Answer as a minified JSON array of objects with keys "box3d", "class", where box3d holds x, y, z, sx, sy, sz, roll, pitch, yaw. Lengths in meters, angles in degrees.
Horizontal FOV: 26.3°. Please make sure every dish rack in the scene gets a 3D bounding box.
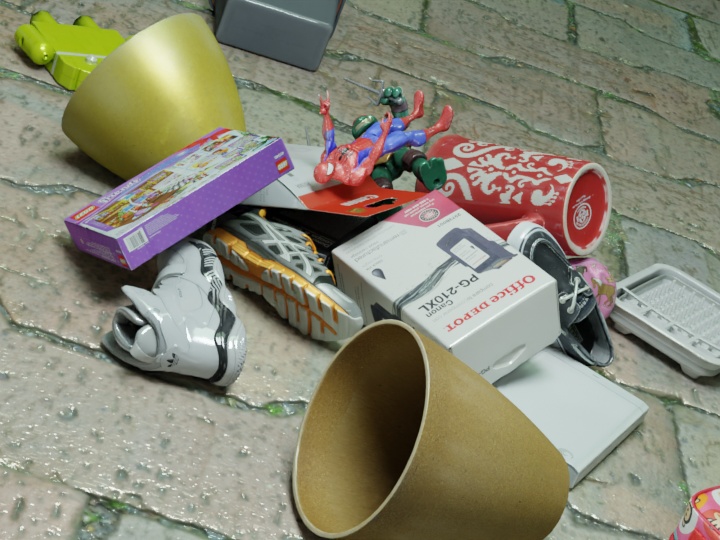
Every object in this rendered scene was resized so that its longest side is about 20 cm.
[{"box3d":[0.391,0.065,1.862,0.171,0.044,0.200,33,28,23],"class":"dish rack"}]

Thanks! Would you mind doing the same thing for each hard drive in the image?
[{"box3d":[0.203,0.145,1.584,0.132,0.027,0.200,32,28,20],"class":"hard drive"}]

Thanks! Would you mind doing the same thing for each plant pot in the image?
[{"box3d":[-0.206,-0.162,1.699,0.142,0.200,0.200,50,32,9],"class":"plant pot"},{"box3d":[0.076,0.162,1.311,0.199,0.187,0.187,23,23,-29],"class":"plant pot"}]

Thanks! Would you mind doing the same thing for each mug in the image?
[{"box3d":[0.171,-0.065,1.788,0.199,0.178,0.134,10,-29,37],"class":"mug"}]

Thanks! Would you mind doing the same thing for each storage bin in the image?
[{"box3d":[-0.118,-0.381,2.226,0.199,0.146,0.135,16,37,-12],"class":"storage bin"}]

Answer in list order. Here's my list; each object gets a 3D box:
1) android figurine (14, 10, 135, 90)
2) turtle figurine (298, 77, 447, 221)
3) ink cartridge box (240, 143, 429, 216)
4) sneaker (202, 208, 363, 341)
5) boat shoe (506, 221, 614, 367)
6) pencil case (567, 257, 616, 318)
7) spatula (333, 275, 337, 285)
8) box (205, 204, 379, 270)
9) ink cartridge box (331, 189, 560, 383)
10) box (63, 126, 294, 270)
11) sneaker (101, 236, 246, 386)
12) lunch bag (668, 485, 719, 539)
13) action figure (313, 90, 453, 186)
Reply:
[{"box3d":[-0.340,-0.270,1.942,0.181,0.041,0.200,2,31,-35],"class":"android figurine"},{"box3d":[0.019,-0.143,1.800,0.100,0.150,0.200,23,21,-41],"class":"turtle figurine"},{"box3d":[-0.045,-0.100,1.663,0.199,0.057,0.162,2,13,28],"class":"ink cartridge box"},{"box3d":[-0.069,-0.002,1.572,0.200,0.078,0.077,35,57,24],"class":"sneaker"},{"box3d":[0.218,0.030,1.644,0.068,0.201,0.072,17,54,47],"class":"boat shoe"},{"box3d":[0.199,0.028,1.728,0.199,0.086,0.083,-1,62,-42],"class":"pencil case"},{"box3d":[0.000,0.000,1.705,0.056,0.021,0.200,18,24,35],"class":"spatula"},{"box3d":[-0.068,-0.056,1.730,0.142,0.036,0.200,24,22,14],"class":"box"},{"box3d":[0.088,0.023,1.586,0.144,0.085,0.200,-31,46,-22],"class":"ink cartridge box"},{"box3d":[-0.181,-0.075,1.531,0.200,0.039,0.137,-34,25,-23],"class":"box"},{"box3d":[-0.186,0.028,1.451,0.114,0.075,0.200,9,32,-31],"class":"sneaker"},{"box3d":[0.382,0.280,1.403,0.175,0.082,0.200,0,34,-36],"class":"lunch bag"},{"box3d":[0.019,-0.158,1.646,0.065,0.099,0.200,28,45,29],"class":"action figure"}]
